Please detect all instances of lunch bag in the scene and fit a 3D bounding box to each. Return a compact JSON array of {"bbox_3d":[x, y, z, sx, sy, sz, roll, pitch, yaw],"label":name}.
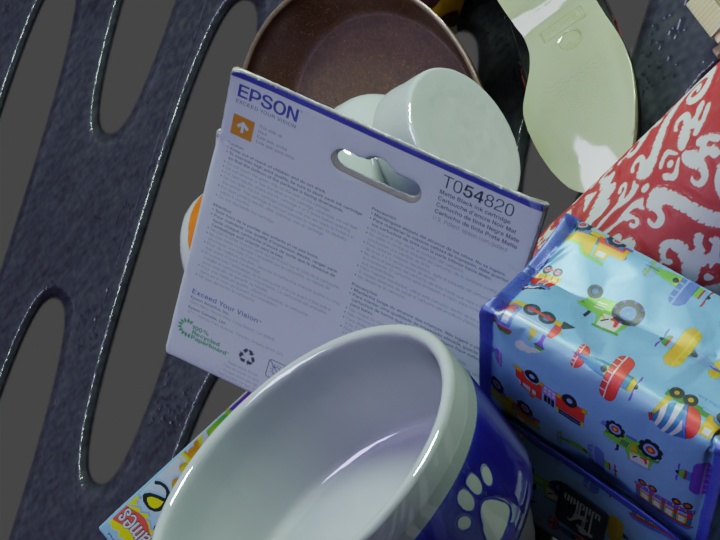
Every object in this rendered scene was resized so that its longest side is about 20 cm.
[{"bbox_3d":[0.138,0.094,1.434,0.150,0.094,0.200,30,141,20],"label":"lunch bag"}]

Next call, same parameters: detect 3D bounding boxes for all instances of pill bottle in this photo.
[{"bbox_3d":[-0.007,-0.037,1.569,0.200,0.109,0.110,-30,54,39],"label":"pill bottle"}]

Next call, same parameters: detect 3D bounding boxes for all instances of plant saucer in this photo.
[{"bbox_3d":[0.009,-0.083,1.639,0.200,0.037,0.201,11,108,37],"label":"plant saucer"}]

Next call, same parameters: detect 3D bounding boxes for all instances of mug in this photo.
[{"bbox_3d":[0.204,-0.035,1.469,0.134,0.177,0.200,52,127,5],"label":"mug"}]

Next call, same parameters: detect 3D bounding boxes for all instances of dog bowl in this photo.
[{"bbox_3d":[-0.011,0.128,1.385,0.200,0.079,0.200,-32,27,19],"label":"dog bowl"}]

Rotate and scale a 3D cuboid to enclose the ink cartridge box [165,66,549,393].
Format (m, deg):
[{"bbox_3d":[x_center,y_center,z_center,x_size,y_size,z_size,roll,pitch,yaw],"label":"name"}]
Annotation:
[{"bbox_3d":[0.000,0.000,1.490,0.199,0.041,0.200,25,124,14],"label":"ink cartridge box"}]

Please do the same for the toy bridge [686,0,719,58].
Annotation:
[{"bbox_3d":[0.267,-0.194,1.501,0.200,0.027,0.067,-49,49,22],"label":"toy bridge"}]

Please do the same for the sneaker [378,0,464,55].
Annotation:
[{"bbox_3d":[0.036,-0.128,1.682,0.090,0.075,0.200,52,133,14],"label":"sneaker"}]

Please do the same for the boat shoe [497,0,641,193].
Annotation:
[{"bbox_3d":[0.132,-0.122,1.612,0.074,0.063,0.202,-28,53,16],"label":"boat shoe"}]

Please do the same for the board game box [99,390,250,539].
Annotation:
[{"bbox_3d":[-0.050,0.131,1.654,0.103,0.105,0.200,51,124,6],"label":"board game box"}]

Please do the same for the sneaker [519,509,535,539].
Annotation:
[{"bbox_3d":[0.057,0.190,1.490,0.090,0.200,0.078,-33,33,-21],"label":"sneaker"}]
